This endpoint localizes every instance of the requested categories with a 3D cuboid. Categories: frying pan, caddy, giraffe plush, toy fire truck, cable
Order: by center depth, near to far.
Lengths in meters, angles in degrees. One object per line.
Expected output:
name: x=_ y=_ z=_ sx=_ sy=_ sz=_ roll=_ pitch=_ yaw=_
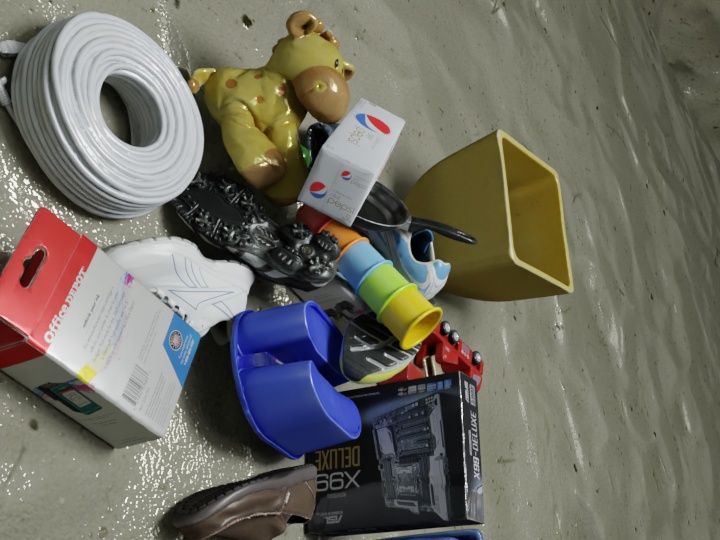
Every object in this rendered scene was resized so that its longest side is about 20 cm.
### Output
cable: x=-0.239 y=-0.152 z=0.884 sx=0.200 sy=0.069 sz=0.201 roll=-44 pitch=113 yaw=-54
caddy: x=-0.075 y=0.119 z=0.968 sx=0.200 sy=0.104 sz=0.142 roll=55 pitch=25 yaw=-57
giraffe plush: x=-0.079 y=-0.192 z=1.012 sx=0.200 sy=0.162 sz=0.173 roll=56 pitch=7 yaw=-1
frying pan: x=0.033 y=-0.072 z=1.045 sx=0.189 sy=0.031 sz=0.115 roll=12 pitch=31 yaw=-29
toy fire truck: x=0.106 y=0.145 z=1.281 sx=0.200 sy=0.049 sz=0.142 roll=43 pitch=44 yaw=-39

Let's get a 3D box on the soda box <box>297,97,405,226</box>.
soda box: x=-0.005 y=-0.124 z=1.003 sx=0.063 sy=0.068 sz=0.200 roll=27 pitch=28 yaw=-1

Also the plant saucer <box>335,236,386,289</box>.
plant saucer: x=0.018 y=0.007 z=1.115 sx=0.200 sy=0.019 sz=0.070 roll=33 pitch=51 yaw=-44

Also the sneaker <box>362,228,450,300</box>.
sneaker: x=0.048 y=-0.044 z=1.097 sx=0.072 sy=0.072 sz=0.200 roll=28 pitch=24 yaw=-46

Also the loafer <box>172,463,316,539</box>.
loafer: x=-0.102 y=0.243 z=0.908 sx=0.200 sy=0.073 sz=0.071 roll=0 pitch=75 yaw=-56

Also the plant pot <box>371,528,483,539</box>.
plant pot: x=0.043 y=0.379 z=0.962 sx=0.180 sy=0.199 sz=0.201 roll=6 pitch=71 yaw=-62

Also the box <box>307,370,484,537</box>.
box: x=0.035 y=0.208 z=1.013 sx=0.050 sy=0.199 sz=0.158 roll=33 pitch=51 yaw=-52

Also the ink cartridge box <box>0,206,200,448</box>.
ink cartridge box: x=-0.242 y=0.053 z=0.792 sx=0.200 sy=0.067 sz=0.117 roll=47 pitch=41 yaw=-34

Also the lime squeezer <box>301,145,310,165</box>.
lime squeezer: x=-0.069 y=-0.139 z=1.140 sx=0.038 sy=0.071 sz=0.200 roll=-21 pitch=60 yaw=-20

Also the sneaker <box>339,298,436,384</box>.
sneaker: x=0.028 y=0.091 z=1.038 sx=0.078 sy=0.091 sz=0.200 roll=31 pitch=28 yaw=13

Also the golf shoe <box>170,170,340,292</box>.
golf shoe: x=-0.121 y=-0.032 z=0.983 sx=0.199 sy=0.095 sz=0.078 roll=31 pitch=62 yaw=1

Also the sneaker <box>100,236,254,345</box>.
sneaker: x=-0.178 y=0.021 z=0.900 sx=0.200 sy=0.074 sz=0.088 roll=21 pitch=64 yaw=-50

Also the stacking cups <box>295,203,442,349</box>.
stacking cups: x=0.000 y=0.000 z=0.998 sx=0.200 sy=0.061 sz=0.060 roll=44 pitch=25 yaw=24

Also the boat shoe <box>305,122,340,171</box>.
boat shoe: x=-0.015 y=-0.100 z=1.198 sx=0.091 sy=0.071 sz=0.201 roll=-6 pitch=75 yaw=-55

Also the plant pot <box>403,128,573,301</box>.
plant pot: x=0.170 y=-0.058 z=1.325 sx=0.194 sy=0.199 sz=0.196 roll=22 pitch=59 yaw=-50

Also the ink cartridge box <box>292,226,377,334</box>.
ink cartridge box: x=-0.005 y=0.018 z=1.154 sx=0.200 sy=0.068 sz=0.115 roll=47 pitch=42 yaw=-34
